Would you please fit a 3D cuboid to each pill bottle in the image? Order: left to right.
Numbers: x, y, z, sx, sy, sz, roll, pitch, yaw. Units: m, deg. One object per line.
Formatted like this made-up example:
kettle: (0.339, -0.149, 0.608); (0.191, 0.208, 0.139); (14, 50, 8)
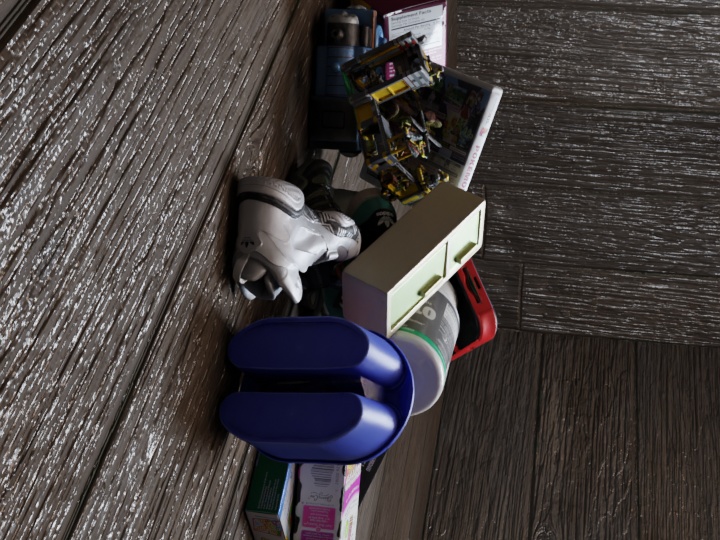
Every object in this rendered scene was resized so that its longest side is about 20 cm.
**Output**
pill bottle: (0.060, 0.081, 1.382); (0.200, 0.113, 0.113); (-65, 158, -63)

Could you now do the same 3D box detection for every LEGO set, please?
LEGO set: (0.065, -0.188, 1.367); (0.154, 0.116, 0.200); (43, 31, -51)

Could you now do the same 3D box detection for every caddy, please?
caddy: (-0.046, 0.123, 1.151); (0.105, 0.200, 0.142); (37, 56, -59)

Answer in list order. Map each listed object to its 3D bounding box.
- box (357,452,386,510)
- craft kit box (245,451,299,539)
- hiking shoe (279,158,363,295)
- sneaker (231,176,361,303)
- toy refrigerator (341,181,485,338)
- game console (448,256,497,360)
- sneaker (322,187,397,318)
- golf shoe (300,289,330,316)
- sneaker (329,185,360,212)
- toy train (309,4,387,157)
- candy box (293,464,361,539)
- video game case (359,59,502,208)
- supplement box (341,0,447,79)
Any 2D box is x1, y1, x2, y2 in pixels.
box: (-0.008, 0.257, 1.549); (0.200, 0.050, 0.158); (-63, -176, -5)
craft kit box: (-0.088, 0.254, 1.399); (0.198, 0.048, 0.200); (79, 17, -50)
hiking shoe: (-0.043, -0.050, 1.343); (0.076, 0.101, 0.200); (83, 14, -52)
sneaker: (-0.071, -0.016, 1.189); (0.200, 0.075, 0.115); (31, 67, -56)
toy refrigerator: (0.066, -0.014, 1.311); (0.200, 0.070, 0.076); (-42, 147, -37)
game console: (0.105, 0.016, 1.524); (0.200, 0.031, 0.177); (67, -23, 9)
sneaker: (0.000, 0.000, 1.389); (0.080, 0.071, 0.200); (-108, -154, -47)
golf shoe: (-0.029, 0.070, 1.513); (0.078, 0.094, 0.200); (-75, 168, -54)
sneaker: (-0.014, -0.034, 1.552); (0.200, 0.092, 0.076); (86, 11, -52)
toy train: (-0.016, -0.246, 1.478); (0.114, 0.087, 0.200); (-28, 122, -72)
candy box: (-0.041, 0.298, 1.391); (0.136, 0.061, 0.200); (-1, 95, -81)
video game case: (0.086, -0.174, 1.467); (0.200, 0.023, 0.182); (35, -70, 50)
supplement box: (0.048, -0.303, 1.613); (0.131, 0.103, 0.200); (47, -32, 47)
